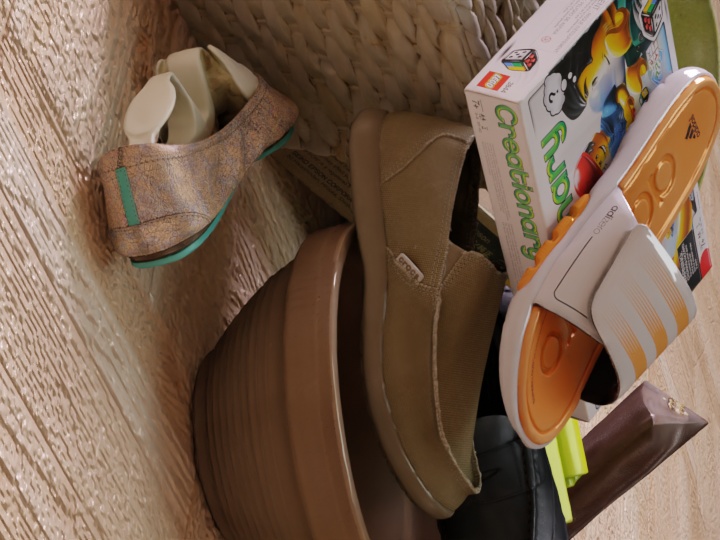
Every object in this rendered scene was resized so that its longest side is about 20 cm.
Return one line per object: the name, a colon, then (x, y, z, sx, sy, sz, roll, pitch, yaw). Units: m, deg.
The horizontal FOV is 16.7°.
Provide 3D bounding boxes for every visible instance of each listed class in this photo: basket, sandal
basket: (0.018, -0.169, 1.251, 0.161, 0.197, 0.200, -58, 146, -28)
sandal: (0.132, -0.008, 1.142, 0.207, 0.059, 0.079, -59, 142, -19)

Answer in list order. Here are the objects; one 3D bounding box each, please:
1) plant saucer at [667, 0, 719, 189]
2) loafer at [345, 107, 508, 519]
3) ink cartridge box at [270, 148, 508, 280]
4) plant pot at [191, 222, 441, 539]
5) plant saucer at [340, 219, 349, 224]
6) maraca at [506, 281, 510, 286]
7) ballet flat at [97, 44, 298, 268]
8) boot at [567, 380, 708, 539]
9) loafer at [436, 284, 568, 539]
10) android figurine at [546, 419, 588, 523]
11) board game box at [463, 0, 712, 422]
plant saucer: (0.122, -0.068, 1.250, 0.200, 0.031, 0.201, -29, 127, -48)
loafer: (0.037, 0.017, 1.169, 0.076, 0.067, 0.201, 11, 70, -74)
ink cartridge box: (0.033, -0.105, 1.458, 0.165, 0.075, 0.201, 38, 37, -29)
plant pot: (-0.024, 0.081, 1.210, 0.201, 0.092, 0.202, -9, 90, -76)
plant saucer: (0.000, 0.000, 1.489, 0.200, 0.019, 0.070, -58, 136, -69)
maraca: (0.129, 0.017, 1.779, 0.137, 0.106, 0.201, -22, 105, -79)
ballet flat: (-0.077, -0.068, 1.167, 0.200, 0.068, 0.068, -66, 136, -67)
boot: (0.118, 0.141, 1.481, 0.064, 0.200, 0.186, 53, 10, 0)
loafer: (0.061, 0.096, 1.226, 0.070, 0.068, 0.201, 34, 47, -46)
android figurine: (0.051, 0.093, 1.387, 0.181, 0.041, 0.201, -12, 87, -34)
board game box: (0.114, -0.042, 1.186, 0.126, 0.034, 0.201, -48, 138, -33)
